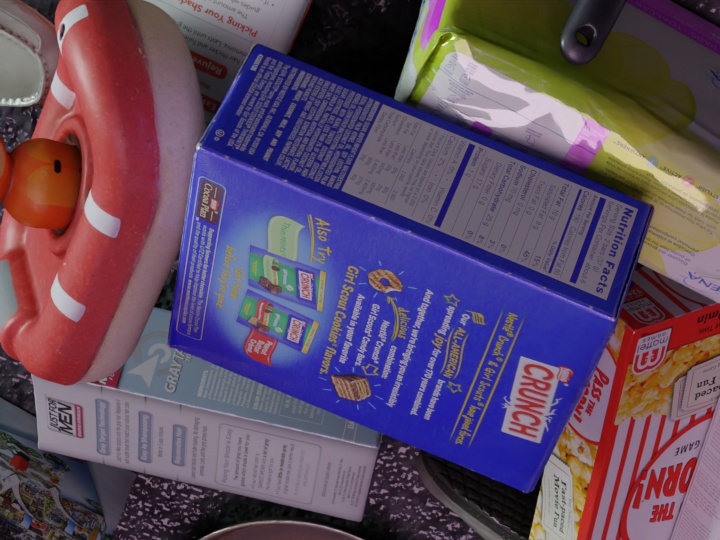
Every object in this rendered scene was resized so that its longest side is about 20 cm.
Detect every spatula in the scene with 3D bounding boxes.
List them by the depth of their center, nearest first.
[{"bbox_3d":[0.143,-0.181,0.874,0.056,0.021,0.201,30,84,-9],"label":"spatula"}]

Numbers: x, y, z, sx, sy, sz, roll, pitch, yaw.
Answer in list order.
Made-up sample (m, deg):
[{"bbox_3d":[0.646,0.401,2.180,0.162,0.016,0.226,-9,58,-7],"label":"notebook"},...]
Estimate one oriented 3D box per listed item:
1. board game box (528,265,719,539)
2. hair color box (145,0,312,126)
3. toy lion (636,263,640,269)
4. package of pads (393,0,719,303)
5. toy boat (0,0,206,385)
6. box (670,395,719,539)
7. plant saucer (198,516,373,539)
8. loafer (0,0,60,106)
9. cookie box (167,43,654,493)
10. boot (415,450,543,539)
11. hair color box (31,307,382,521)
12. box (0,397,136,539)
[{"bbox_3d":[0.173,0.081,1.029,0.150,0.046,0.201,-17,132,-29],"label":"board game box"},{"bbox_3d":[-0.081,-0.135,0.983,0.101,0.061,0.201,24,121,-5],"label":"hair color box"},{"bbox_3d":[0.031,0.000,1.020,0.191,0.069,0.200,-38,110,12],"label":"toy lion"},{"bbox_3d":[0.119,-0.083,0.926,0.199,0.155,0.068,27,126,-8],"label":"package of pads"},{"bbox_3d":[-0.158,-0.045,0.925,0.130,0.131,0.201,8,127,-28],"label":"toy boat"},{"bbox_3d":[0.240,0.120,1.055,0.143,0.036,0.201,-12,130,-33],"label":"box"},{"bbox_3d":[-0.038,0.231,1.217,0.198,0.032,0.202,5,122,7],"label":"plant saucer"},{"bbox_3d":[-0.247,-0.121,0.994,0.198,0.070,0.071,13,123,16],"label":"loafer"},{"bbox_3d":[0.018,0.004,0.900,0.198,0.076,0.172,23,146,4],"label":"cookie box"},{"bbox_3d":[0.091,0.189,1.154,0.199,0.068,0.131,35,126,-10],"label":"boot"},{"bbox_3d":[-0.085,0.078,1.095,0.198,0.061,0.099,12,147,1],"label":"hair color box"},{"bbox_3d":[-0.240,0.125,1.123,0.199,0.137,0.038,31,121,-10],"label":"box"}]
